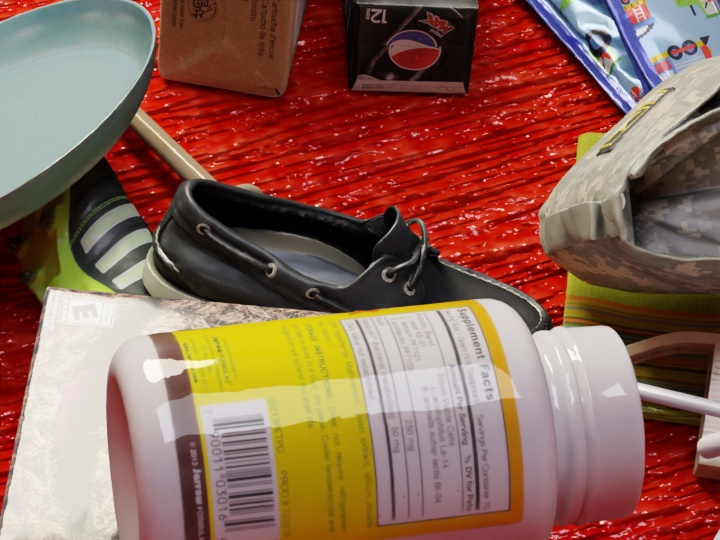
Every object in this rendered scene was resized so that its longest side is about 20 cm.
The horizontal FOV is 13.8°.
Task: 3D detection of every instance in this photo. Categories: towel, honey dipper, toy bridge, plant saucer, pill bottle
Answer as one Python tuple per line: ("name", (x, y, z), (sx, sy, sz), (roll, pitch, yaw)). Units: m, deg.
("towel", (0.148, -0.001, 1.509), (0.086, 0.018, 0.200), (8, 44, 1))
("honey dipper", (-0.098, -0.060, 1.531), (0.038, 0.038, 0.200), (-25, 51, -28))
("toy bridge", (0.173, 0.066, 1.417), (0.200, 0.027, 0.067), (9, 72, 3))
("plant saucer", (-0.185, -0.067, 1.476), (0.200, 0.027, 0.200), (-22, 29, 13))
("pill bottle", (0.005, 0.070, 1.163), (0.200, 0.109, 0.109), (-5, 45, -12))

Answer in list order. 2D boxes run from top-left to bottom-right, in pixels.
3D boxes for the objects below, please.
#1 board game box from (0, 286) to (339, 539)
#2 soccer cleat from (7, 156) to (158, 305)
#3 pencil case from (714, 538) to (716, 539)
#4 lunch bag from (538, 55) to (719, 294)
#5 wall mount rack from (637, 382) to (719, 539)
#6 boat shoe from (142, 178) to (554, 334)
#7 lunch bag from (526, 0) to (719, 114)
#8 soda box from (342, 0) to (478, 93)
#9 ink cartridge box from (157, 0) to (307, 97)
("board game box", (-0.047, 0.103, 1.271), (0.200, 0.097, 0.160), (5, 44, -1))
("soccer cleat", (-0.120, 0.004, 1.451), (0.081, 0.068, 0.200), (14, 34, -28))
("pencil case", (0.213, 0.188, 1.273), (0.200, 0.084, 0.085), (38, 29, 29))
("lunch bag", (0.189, -0.045, 1.417), (0.200, 0.164, 0.118), (-9, 90, -10))
("wall mount rack", (0.149, 0.079, 1.287), (0.075, 0.174, 0.200), (47, 50, -8))
("boat shoe", (0.000, -0.001, 1.396), (0.199, 0.066, 0.075), (16, 33, 3))
("lunch bag", (0.182, -0.156, 1.638), (0.150, 0.094, 0.200), (-17, 60, -27))
("soda box", (0.024, -0.186, 1.653), (0.071, 0.063, 0.200), (2, 44, -4))
("ink cartridge box", (-0.055, -0.221, 1.583), (0.075, 0.200, 0.165), (10, 45, 4))
